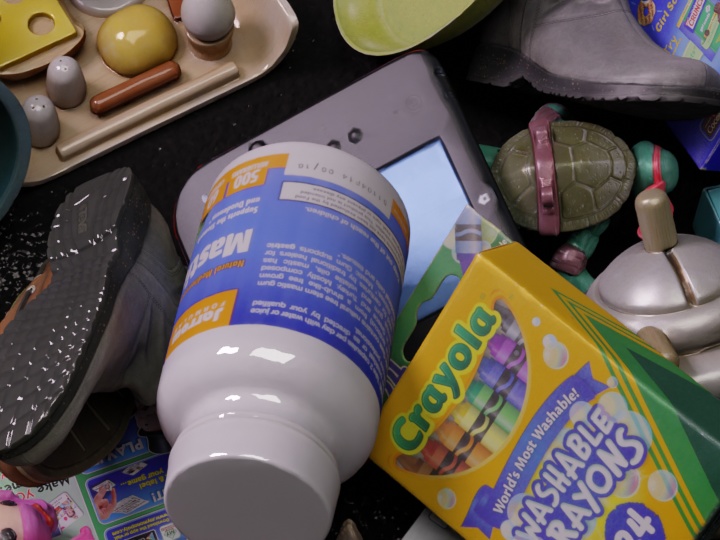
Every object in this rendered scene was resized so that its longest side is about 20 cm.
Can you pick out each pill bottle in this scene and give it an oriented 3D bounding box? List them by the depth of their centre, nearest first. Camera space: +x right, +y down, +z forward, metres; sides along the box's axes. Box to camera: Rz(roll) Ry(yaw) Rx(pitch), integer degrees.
[{"bbox_3d":[-0.040,0.041,1.185,0.111,0.113,0.201,9,46,2],"label":"pill bottle"}]

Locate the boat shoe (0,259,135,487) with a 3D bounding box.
[{"bbox_3d":[-0.161,0.051,1.264,0.068,0.072,0.200,-19,25,26],"label":"boat shoe"}]

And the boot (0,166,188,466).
[{"bbox_3d":[-0.114,0.051,1.206,0.067,0.131,0.201,-18,34,29],"label":"boot"}]

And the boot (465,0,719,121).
[{"bbox_3d":[0.135,-0.158,1.333,0.069,0.199,0.133,11,94,-40],"label":"boot"}]

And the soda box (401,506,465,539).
[{"bbox_3d":[0.012,0.208,1.209,0.063,0.068,0.200,33,66,15],"label":"soda box"}]

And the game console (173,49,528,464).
[{"bbox_3d":[0.000,0.000,1.298,0.176,0.031,0.201,-29,69,14],"label":"game console"}]

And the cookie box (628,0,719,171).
[{"bbox_3d":[0.211,-0.182,1.342,0.075,0.172,0.201,3,41,-34],"label":"cookie box"}]

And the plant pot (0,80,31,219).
[{"bbox_3d":[-0.309,-0.115,1.310,0.199,0.201,0.197,-21,57,-13],"label":"plant pot"}]

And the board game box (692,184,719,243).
[{"bbox_3d":[0.292,0.031,1.328,0.150,0.047,0.201,-14,63,-9],"label":"board game box"}]

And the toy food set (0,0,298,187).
[{"bbox_3d":[-0.155,-0.151,1.400,0.199,0.061,0.144,-27,66,-16],"label":"toy food set"}]

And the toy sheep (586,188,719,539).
[{"bbox_3d":[0.173,0.051,1.246,0.137,0.201,0.138,-8,23,3],"label":"toy sheep"}]

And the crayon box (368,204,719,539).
[{"bbox_3d":[0.087,0.078,1.176,0.200,0.126,0.051,39,23,18],"label":"crayon box"}]

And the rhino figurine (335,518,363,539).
[{"bbox_3d":[-0.034,0.158,1.176,0.087,0.060,0.200,-24,36,4],"label":"rhino figurine"}]

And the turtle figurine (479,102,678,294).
[{"bbox_3d":[0.105,-0.043,1.336,0.198,0.101,0.151,-4,57,4],"label":"turtle figurine"}]

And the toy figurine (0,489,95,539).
[{"bbox_3d":[-0.214,0.149,1.189,0.183,0.151,0.201,8,36,-13],"label":"toy figurine"}]

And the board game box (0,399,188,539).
[{"bbox_3d":[-0.160,0.141,1.260,0.199,0.029,0.135,-18,65,-12],"label":"board game box"}]

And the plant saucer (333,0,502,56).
[{"bbox_3d":[0.060,-0.208,1.391,0.031,0.199,0.201,30,56,-31],"label":"plant saucer"}]
